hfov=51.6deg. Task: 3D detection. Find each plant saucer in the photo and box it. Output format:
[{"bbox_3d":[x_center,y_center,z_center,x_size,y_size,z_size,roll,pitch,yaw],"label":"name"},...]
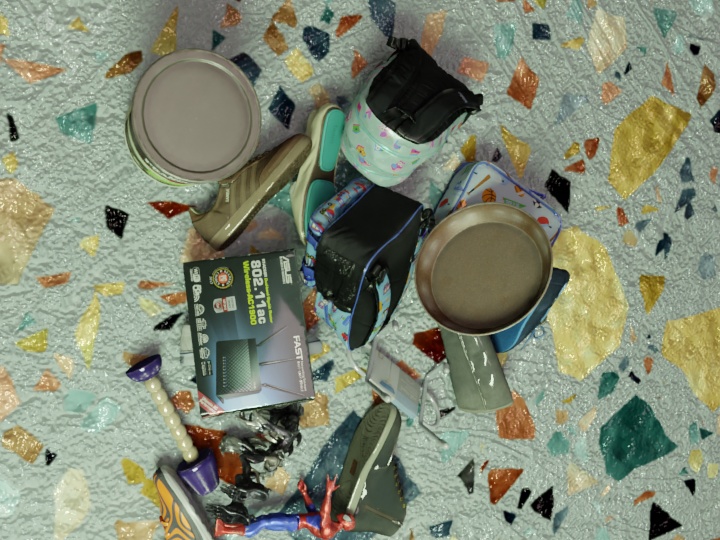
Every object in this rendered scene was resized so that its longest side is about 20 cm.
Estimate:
[{"bbox_3d":[0.173,0.001,1.046,0.202,0.199,0.034,-56,146,-8],"label":"plant saucer"}]

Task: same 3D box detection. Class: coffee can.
[{"bbox_3d":[-0.213,-0.179,0.920,0.144,0.200,0.149,-2,95,-20],"label":"coffee can"}]

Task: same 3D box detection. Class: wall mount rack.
[{"bbox_3d":[0.067,0.171,1.081,0.199,0.175,0.074,40,124,-19],"label":"wall mount rack"}]

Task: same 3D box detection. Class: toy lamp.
[{"bbox_3d":[-0.250,0.214,1.016,0.058,0.058,0.202,-26,101,-17],"label":"toy lamp"}]

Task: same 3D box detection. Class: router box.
[{"bbox_3d":[-0.146,0.081,0.973,0.147,0.062,0.203,-8,82,-11],"label":"router box"}]

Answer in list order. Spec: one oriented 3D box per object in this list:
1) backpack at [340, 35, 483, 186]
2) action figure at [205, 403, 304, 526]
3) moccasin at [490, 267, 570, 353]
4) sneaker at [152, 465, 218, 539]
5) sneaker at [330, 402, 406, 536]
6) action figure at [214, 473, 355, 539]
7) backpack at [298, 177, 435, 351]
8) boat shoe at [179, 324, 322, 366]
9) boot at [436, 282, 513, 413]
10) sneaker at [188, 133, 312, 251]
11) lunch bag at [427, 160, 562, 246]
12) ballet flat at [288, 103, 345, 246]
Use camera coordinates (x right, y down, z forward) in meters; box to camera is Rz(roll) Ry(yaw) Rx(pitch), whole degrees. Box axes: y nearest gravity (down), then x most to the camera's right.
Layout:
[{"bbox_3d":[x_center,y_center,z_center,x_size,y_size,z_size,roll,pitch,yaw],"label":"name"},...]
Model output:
[{"bbox_3d":[0.062,-0.212,1.032,0.166,0.127,0.201,34,46,3],"label":"backpack"},{"bbox_3d":[-0.139,0.238,1.018,0.101,0.201,0.120,28,127,0],"label":"action figure"},{"bbox_3d":[0.258,0.068,1.132,0.067,0.201,0.081,-8,63,-23],"label":"moccasin"},{"bbox_3d":[-0.258,0.374,1.013,0.111,0.077,0.202,-27,98,-12],"label":"sneaker"},{"bbox_3d":[0.036,0.302,1.129,0.105,0.075,0.203,20,96,-25],"label":"sneaker"},{"bbox_3d":[-0.102,0.331,1.060,0.197,0.065,0.101,7,82,-8],"label":"action figure"},{"bbox_3d":[0.000,0.000,1.040,0.133,0.202,0.183,28,46,17],"label":"backpack"},{"bbox_3d":[-0.152,0.085,1.041,0.198,0.075,0.088,-2,82,-13],"label":"boat shoe"},{"bbox_3d":[0.191,0.114,1.124,0.072,0.180,0.203,-20,95,-43],"label":"boot"},{"bbox_3d":[-0.152,-0.121,1.001,0.075,0.070,0.200,43,94,3],"label":"sneaker"},{"bbox_3d":[0.215,-0.070,1.162,0.199,0.075,0.162,32,80,-19],"label":"lunch bag"},{"bbox_3d":[-0.067,-0.135,1.056,0.068,0.069,0.203,13,90,-21],"label":"ballet flat"}]
